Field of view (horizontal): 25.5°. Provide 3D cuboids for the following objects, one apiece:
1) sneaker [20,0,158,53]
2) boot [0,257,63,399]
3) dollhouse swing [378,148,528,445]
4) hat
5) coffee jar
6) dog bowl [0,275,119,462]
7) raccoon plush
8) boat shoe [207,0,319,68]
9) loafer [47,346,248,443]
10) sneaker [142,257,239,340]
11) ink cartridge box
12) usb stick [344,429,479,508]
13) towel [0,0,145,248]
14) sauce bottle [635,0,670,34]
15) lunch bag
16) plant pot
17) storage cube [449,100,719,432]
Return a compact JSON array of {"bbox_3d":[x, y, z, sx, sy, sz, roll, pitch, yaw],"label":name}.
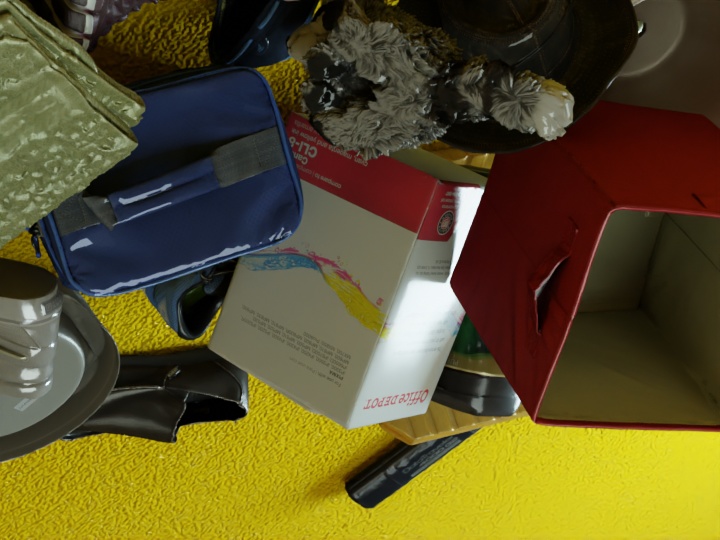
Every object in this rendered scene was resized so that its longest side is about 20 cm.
[{"bbox_3d":[-0.156,-0.174,1.046,0.115,0.076,0.201,-1,139,-41],"label":"sneaker"},{"bbox_3d":[-0.304,0.030,1.113,0.074,0.198,0.097,-50,154,-58],"label":"boot"},{"bbox_3d":[0.084,0.020,1.390,0.198,0.177,0.183,-10,143,-24],"label":"dollhouse swing"},{"bbox_3d":[0.090,-0.182,1.102,0.199,0.202,0.081,-30,142,3],"label":"hat"},{"bbox_3d":[0.099,0.017,1.319,0.085,0.104,0.203,6,96,-39],"label":"coffee jar"},{"bbox_3d":[-0.298,0.078,1.294,0.198,0.059,0.201,-19,146,-13],"label":"dog bowl"},{"bbox_3d":[0.043,-0.129,1.055,0.198,0.134,0.098,22,117,2],"label":"raccoon plush"},{"bbox_3d":[-0.060,-0.204,1.064,0.068,0.084,0.201,-21,145,-28],"label":"boat shoe"},{"bbox_3d":[-0.185,0.118,1.418,0.198,0.072,0.073,-13,144,-23],"label":"loafer"},{"bbox_3d":[-0.101,-0.024,1.270,0.078,0.090,0.201,5,130,-41],"label":"sneaker"},{"bbox_3d":[0.000,0.000,1.237,0.145,0.144,0.202,1,112,-62],"label":"ink cartridge box"},{"bbox_3d":[0.068,0.195,1.746,0.199,0.033,0.055,-38,139,14],"label":"usb stick"},{"bbox_3d":[-0.244,-0.075,0.983,0.199,0.037,0.148,-37,137,11],"label":"towel"},{"bbox_3d":[0.221,-0.228,1.260,0.200,0.065,0.064,-42,145,17],"label":"sauce bottle"},{"bbox_3d":[-0.146,-0.062,1.105,0.198,0.137,0.132,-20,-174,-15],"label":"lunch bag"},{"bbox_3d":[0.224,-0.162,1.211,0.198,0.093,0.202,-11,134,-11],"label":"plant pot"},{"bbox_3d":[0.187,-0.009,1.131,0.198,0.180,0.173,5,119,-22],"label":"storage cube"}]
